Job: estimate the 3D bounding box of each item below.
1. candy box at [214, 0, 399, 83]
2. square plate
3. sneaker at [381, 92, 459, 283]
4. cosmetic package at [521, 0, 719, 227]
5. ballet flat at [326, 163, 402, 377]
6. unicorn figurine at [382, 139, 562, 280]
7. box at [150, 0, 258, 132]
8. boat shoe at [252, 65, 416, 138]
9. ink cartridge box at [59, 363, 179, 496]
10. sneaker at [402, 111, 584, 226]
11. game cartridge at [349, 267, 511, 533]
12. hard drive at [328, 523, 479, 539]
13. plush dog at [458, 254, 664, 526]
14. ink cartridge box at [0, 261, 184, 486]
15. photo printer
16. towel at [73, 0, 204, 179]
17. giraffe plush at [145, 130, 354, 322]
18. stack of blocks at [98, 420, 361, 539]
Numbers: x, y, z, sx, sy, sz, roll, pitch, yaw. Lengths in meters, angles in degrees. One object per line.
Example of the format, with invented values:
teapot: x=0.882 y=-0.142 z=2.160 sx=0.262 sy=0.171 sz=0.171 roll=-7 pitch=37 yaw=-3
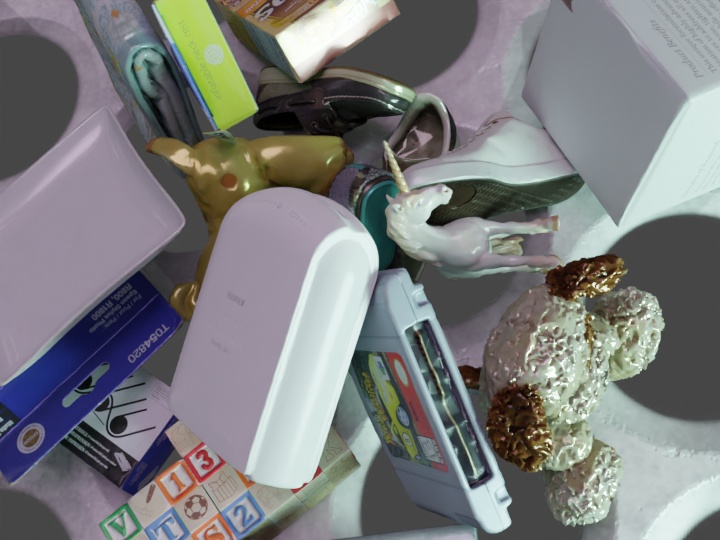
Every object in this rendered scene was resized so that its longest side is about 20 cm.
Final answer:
candy box: x=-0.058 y=-0.257 z=0.977 sx=0.115 sy=0.055 sz=0.200 roll=-36 pitch=33 yaw=-6
square plate: x=-0.253 y=-0.025 z=0.857 sx=0.198 sy=0.028 sz=0.200 roll=-41 pitch=50 yaw=0
sneaker: x=0.037 y=-0.070 z=0.905 sx=0.067 sy=0.090 sz=0.201 roll=15 pitch=69 yaw=16
cosmetic package: x=0.273 y=-0.175 z=0.842 sx=0.199 sy=0.167 sz=0.168 roll=-21 pitch=62 yaw=-18
ballet flat: x=0.000 y=0.000 z=0.847 sx=0.071 sy=0.202 sz=0.072 roll=1 pitch=31 yaw=0
unicorn figurine: x=0.090 y=-0.025 z=0.810 sx=0.136 sy=0.200 sz=0.074 roll=0 pitch=68 yaw=4
box: x=-0.145 y=-0.196 z=0.920 sx=0.047 sy=0.200 sz=0.123 roll=-28 pitch=107 yaw=-4
boat shoe: x=-0.030 y=-0.152 z=0.947 sx=0.200 sy=0.072 sz=0.067 roll=14 pitch=87 yaw=45
ink cartridge box: x=-0.250 y=0.109 z=0.902 sx=0.199 sy=0.044 sz=0.094 roll=30 pitch=74 yaw=22
sneaker: x=0.102 y=-0.093 z=0.883 sx=0.199 sy=0.073 sz=0.085 roll=-8 pitch=61 yaw=-34
game cartridge: x=0.039 y=0.097 z=0.765 sx=0.041 sy=0.133 sz=0.201 roll=-25 pitch=96 yaw=-18
hard drive: x=-0.003 y=0.272 z=0.748 sx=0.198 sy=0.033 sz=0.141 roll=-9 pitch=65 yaw=7
plush dog: x=0.140 y=0.074 z=0.775 sx=0.159 sy=0.172 sz=0.201 roll=16 pitch=71 yaw=17
ink cartridge box: x=-0.276 y=0.049 z=0.870 sx=0.200 sy=0.041 sz=0.200 roll=-44 pitch=51 yaw=-8
photo printer: x=-0.066 y=0.038 z=0.751 sx=0.166 sy=0.069 sz=0.201 roll=23 pitch=96 yaw=56
towel: x=-0.215 y=-0.195 z=0.950 sx=0.048 sy=0.200 sz=0.171 roll=-31 pitch=62 yaw=-12
giraffe plush: x=-0.094 y=-0.034 z=0.888 sx=0.171 sy=0.200 sz=0.164 roll=0 pitch=93 yaw=21
stack of blocks: x=-0.114 y=0.176 z=0.839 sx=0.200 sy=0.059 sz=0.115 roll=-38 pitch=65 yaw=-8
